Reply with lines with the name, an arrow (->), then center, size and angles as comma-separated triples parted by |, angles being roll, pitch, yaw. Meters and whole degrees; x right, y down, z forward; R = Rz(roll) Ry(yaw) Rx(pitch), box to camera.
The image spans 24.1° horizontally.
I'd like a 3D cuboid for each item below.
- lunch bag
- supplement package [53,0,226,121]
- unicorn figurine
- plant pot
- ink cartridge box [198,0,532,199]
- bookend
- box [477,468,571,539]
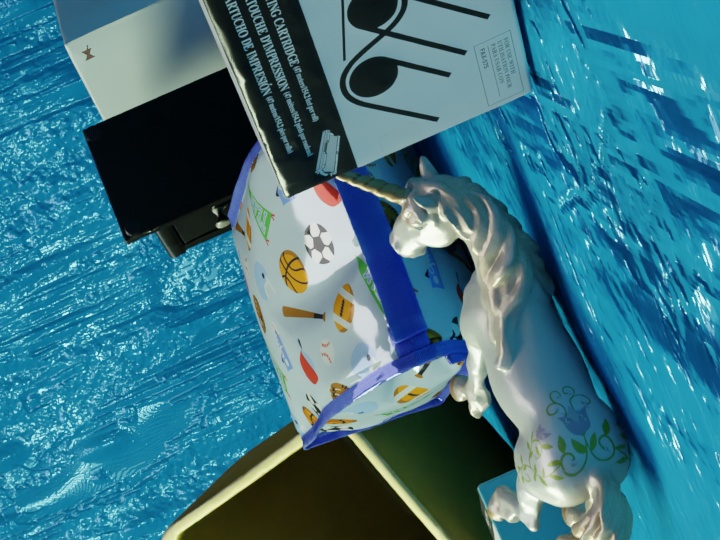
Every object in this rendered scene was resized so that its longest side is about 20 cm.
lunch bag -> 0.000, 0.000, 1.009 | 0.200, 0.123, 0.171 | 111, 139, -73
supplement package -> -0.133, -0.199, 1.348 | 0.200, 0.190, 0.148 | -115, 2, -55
unicorn figurine -> 0.065, 0.039, 0.722 | 0.200, 0.074, 0.138 | 51, 163, 20
plant pot -> 0.016, 0.171, 1.229 | 0.196, 0.194, 0.200 | 49, -148, -6
ink cartridge box -> -0.013, -0.114, 0.500 | 0.201, 0.093, 0.044 | 70, 176, -50
bookend -> -0.076, -0.067, 1.245 | 0.199, 0.199, 0.093 | 74, 172, -70
box -> 0.135, 0.222, 1.043 | 0.082, 0.049, 0.201 | 73, 174, -70
